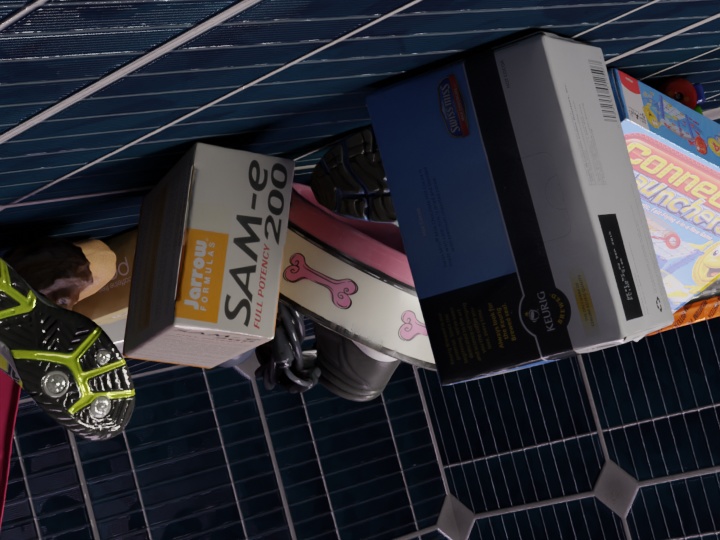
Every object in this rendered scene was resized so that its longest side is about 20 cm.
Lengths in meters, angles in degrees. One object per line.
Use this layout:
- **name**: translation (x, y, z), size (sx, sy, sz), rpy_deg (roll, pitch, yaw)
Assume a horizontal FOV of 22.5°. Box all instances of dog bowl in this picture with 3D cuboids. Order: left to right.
- **dog bowl**: translation (0.000, 0.000, 1.406), size (0.200, 0.074, 0.200), rpy_deg (26, -173, -4)

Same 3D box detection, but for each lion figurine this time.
- **lion figurine**: translation (-0.245, 0.002, 1.473), size (0.122, 0.073, 0.200), rpy_deg (-25, -173, 19)

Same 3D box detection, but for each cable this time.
- **cable**: translation (-0.087, 0.027, 1.628), size (0.051, 0.164, 0.200), rpy_deg (-18, -172, -8)

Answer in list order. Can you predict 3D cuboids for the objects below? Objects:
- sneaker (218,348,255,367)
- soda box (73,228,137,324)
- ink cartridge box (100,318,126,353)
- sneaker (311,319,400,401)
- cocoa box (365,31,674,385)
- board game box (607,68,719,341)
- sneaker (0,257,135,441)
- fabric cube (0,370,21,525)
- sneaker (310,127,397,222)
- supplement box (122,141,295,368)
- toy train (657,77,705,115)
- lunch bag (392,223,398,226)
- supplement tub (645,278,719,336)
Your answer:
- **sneaker**: translation (-0.124, 0.039, 1.614), size (0.070, 0.082, 0.200), rpy_deg (-44, -145, 1)
- **soda box**: translation (-0.178, -0.004, 1.562), size (0.199, 0.064, 0.068), rpy_deg (-19, 174, 36)
- **ink cartridge box**: translation (-0.244, 0.041, 1.767), size (0.146, 0.083, 0.200), rpy_deg (-13, 175, -30)
- **sneaker**: translation (-0.033, 0.039, 1.665), size (0.071, 0.200, 0.099), rpy_deg (-17, 143, -33)
- **cocoa box**: translation (0.106, -0.039, 1.191), size (0.131, 0.201, 0.133), rpy_deg (-16, 176, 24)
- **board game box**: translation (0.211, -0.046, 1.444), size (0.199, 0.056, 0.196), rpy_deg (22, 133, -29)
- **sneaker**: translation (-0.246, 0.047, 1.355), size (0.075, 0.200, 0.076), rpy_deg (-46, -162, -11)
- **fabric cube**: translation (-0.397, 0.150, 1.529), size (0.195, 0.201, 0.199), rpy_deg (11, 168, -15)
- **sneaker**: translation (0.059, -0.080, 1.365), size (0.199, 0.076, 0.078), rpy_deg (-13, 179, -8)
- **supplement box**: translation (-0.110, -0.005, 1.280), size (0.073, 0.127, 0.200), rpy_deg (9, 169, -15)
- **toy train**: translation (0.201, -0.082, 1.523), size (0.199, 0.116, 0.085), rpy_deg (-15, 175, -3)
- **lunch bag**: translation (0.034, -0.050, 1.602), size (0.199, 0.077, 0.160), rpy_deg (-11, 174, -33)
- **supplement tub**: translation (0.296, -0.042, 1.800), size (0.122, 0.201, 0.123), rpy_deg (-14, 175, -1)
